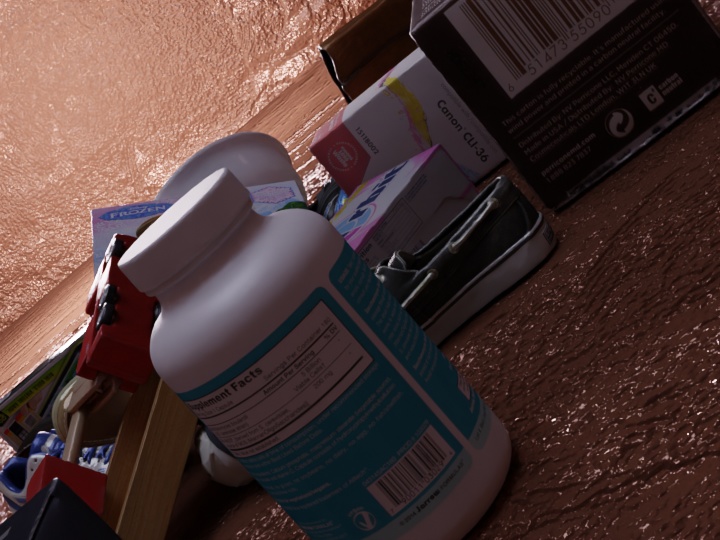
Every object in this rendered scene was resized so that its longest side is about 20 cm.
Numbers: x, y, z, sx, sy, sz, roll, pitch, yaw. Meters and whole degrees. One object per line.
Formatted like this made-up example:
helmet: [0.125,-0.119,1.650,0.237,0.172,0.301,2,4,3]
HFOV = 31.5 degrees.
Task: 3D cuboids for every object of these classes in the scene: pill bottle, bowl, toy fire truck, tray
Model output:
pill bottle: [-0.025,0.048,0.621,0.111,0.200,0.111,-38,13,11]
bowl: [-0.121,-0.033,1.303,0.201,0.090,0.202,-34,-32,-25]
toy fire truck: [-0.190,0.078,0.937,0.141,0.049,0.200,-59,20,25]
tray: [-0.145,0.116,0.901,0.099,0.037,0.201,-35,37,60]

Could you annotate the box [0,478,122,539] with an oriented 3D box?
box: [-0.212,0.248,0.687,0.200,0.118,0.197,-40,13,8]

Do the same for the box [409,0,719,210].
box: [0.148,-0.179,0.934,0.166,0.164,0.200,-38,13,16]

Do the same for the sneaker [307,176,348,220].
sneaker: [-0.015,-0.077,1.271,0.082,0.071,0.200,-28,21,24]

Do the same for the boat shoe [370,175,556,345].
boat shoe: [0.034,0.016,0.852,0.200,0.064,0.071,-40,13,6]

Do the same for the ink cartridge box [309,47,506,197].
ink cartridge box: [0.068,-0.130,1.108,0.200,0.117,0.068,-38,13,15]

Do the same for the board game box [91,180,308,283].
board game box: [-0.136,-0.015,1.131,0.199,0.041,0.200,-9,26,-10]

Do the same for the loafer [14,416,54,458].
loafer: [-0.264,0.170,1.176,0.200,0.073,0.071,-32,14,33]

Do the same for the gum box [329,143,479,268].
gum box: [0.000,0.000,0.992,0.113,0.066,0.200,-23,23,51]

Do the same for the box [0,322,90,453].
box: [-0.254,0.115,1.245,0.200,0.110,0.035,-40,13,7]

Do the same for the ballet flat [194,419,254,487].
ballet flat: [-0.087,0.113,0.899,0.073,0.073,0.200,-43,19,-7]

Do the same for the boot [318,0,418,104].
boot: [0.068,-0.230,1.337,0.200,0.188,0.068,-48,50,-10]

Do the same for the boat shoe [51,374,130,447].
boat shoe: [-0.145,0.089,1.015,0.199,0.074,0.066,-23,16,-20]

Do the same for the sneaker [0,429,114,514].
sneaker: [-0.238,0.170,1.076,0.200,0.088,0.075,-31,15,32]
